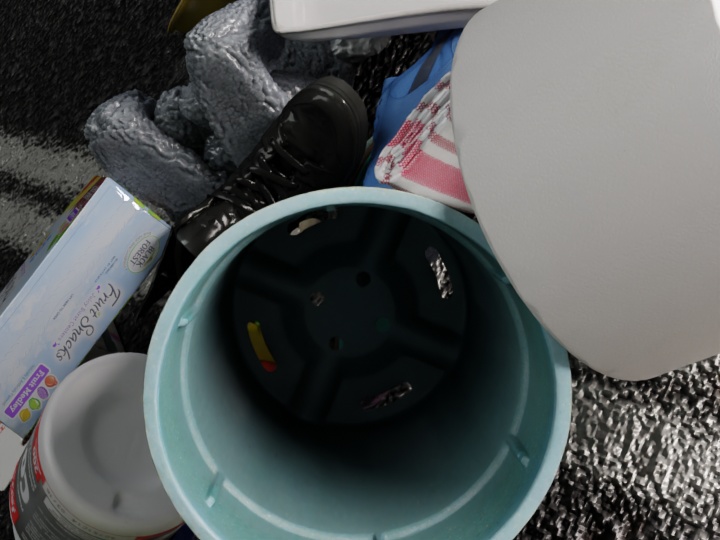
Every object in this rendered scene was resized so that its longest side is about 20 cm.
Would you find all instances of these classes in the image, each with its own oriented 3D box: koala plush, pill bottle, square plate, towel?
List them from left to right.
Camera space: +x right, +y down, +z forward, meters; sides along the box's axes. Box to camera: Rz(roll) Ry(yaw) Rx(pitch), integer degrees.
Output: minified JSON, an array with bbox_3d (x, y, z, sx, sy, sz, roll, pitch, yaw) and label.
[{"bbox_3d":[-0.168,0.139,0.921,0.200,0.113,0.115,131,152,-58],"label":"pill bottle"},{"bbox_3d":[-0.062,-0.123,1.024,0.177,0.184,0.201,-30,24,38],"label":"koala plush"},{"bbox_3d":[0.035,-0.206,0.945,0.198,0.029,0.199,-6,36,-3],"label":"square plate"},{"bbox_3d":[0.102,-0.115,0.807,0.200,0.146,0.030,-48,64,15],"label":"towel"}]

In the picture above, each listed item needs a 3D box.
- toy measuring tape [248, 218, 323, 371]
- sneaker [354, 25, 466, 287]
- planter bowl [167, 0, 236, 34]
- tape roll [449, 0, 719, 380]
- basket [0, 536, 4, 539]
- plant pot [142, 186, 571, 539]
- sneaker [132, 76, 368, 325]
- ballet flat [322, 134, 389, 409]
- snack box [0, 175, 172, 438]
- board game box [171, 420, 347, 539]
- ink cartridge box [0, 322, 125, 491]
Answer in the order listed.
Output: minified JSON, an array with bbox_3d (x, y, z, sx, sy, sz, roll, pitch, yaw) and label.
[{"bbox_3d":[-0.049,0.035,0.920,0.200,0.073,0.074,-49,32,47],"label":"toy measuring tape"},{"bbox_3d":[0.035,-0.075,0.898,0.078,0.066,0.201,18,68,34],"label":"sneaker"},{"bbox_3d":[-0.063,-0.246,1.121,0.201,0.083,0.200,-52,7,9],"label":"planter bowl"},{"bbox_3d":[0.156,-0.065,0.654,0.139,0.202,0.204,-26,46,37],"label":"tape roll"},{"bbox_3d":[-0.346,0.276,1.062,0.176,0.139,0.201,14,66,52],"label":"basket"},{"bbox_3d":[-0.005,0.042,0.742,0.201,0.200,0.196,-53,9,8],"label":"plant pot"},{"bbox_3d":[-0.072,-0.033,0.890,0.104,0.060,0.200,-42,-5,-46],"label":"sneaker"},{"bbox_3d":[0.000,0.000,0.918,0.071,0.069,0.201,-33,42,54],"label":"ballet flat"},{"bbox_3d":[-0.210,0.017,0.990,0.169,0.068,0.200,-53,12,-4],"label":"snack box"},{"bbox_3d":[-0.049,0.194,0.849,0.201,0.041,0.199,-57,36,4],"label":"board game box"},{"bbox_3d":[-0.251,0.091,1.144,0.117,0.067,0.200,-49,36,12],"label":"ink cartridge box"}]
